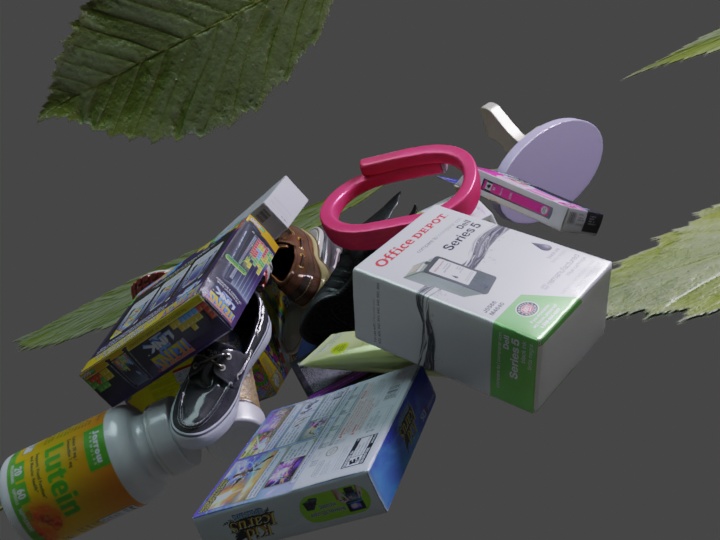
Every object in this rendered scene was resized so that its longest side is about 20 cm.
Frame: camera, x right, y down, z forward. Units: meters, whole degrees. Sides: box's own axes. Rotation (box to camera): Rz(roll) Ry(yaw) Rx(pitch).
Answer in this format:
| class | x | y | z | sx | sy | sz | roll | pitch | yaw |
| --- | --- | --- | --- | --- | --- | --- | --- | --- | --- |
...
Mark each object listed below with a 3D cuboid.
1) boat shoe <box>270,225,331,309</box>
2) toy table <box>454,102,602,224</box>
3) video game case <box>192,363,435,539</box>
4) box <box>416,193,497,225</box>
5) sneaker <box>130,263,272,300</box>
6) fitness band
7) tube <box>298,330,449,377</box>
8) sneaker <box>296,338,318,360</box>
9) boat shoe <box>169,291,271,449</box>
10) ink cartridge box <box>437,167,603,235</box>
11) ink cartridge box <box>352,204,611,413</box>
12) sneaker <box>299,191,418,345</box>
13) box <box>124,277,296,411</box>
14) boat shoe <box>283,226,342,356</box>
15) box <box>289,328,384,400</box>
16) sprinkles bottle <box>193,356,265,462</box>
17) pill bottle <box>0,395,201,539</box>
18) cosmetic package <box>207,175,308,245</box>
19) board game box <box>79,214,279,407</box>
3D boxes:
| class | x | y | z | sx | sy | sz | roll | pitch | yaw |
| --- | --- | --- | --- | --- | --- | --- | --- | --- | --- |
| boat shoe | -0.096 | -0.018 | 1.293 | 0.072 | 0.067 | 0.200 | -53 | 30 | 11 |
| toy table | 0.241 | -0.152 | 1.410 | 0.198 | 0.186 | 0.117 | -23 | 27 | -26 |
| video game case | -0.035 | 0.171 | 0.898 | 0.180 | 0.046 | 0.200 | -19 | 14 | 23 |
| box | 0.123 | -0.018 | 1.196 | 0.101 | 0.113 | 0.200 | -26 | 13 | 4 |
| sneaker | -0.201 | 0.022 | 1.239 | 0.198 | 0.079 | 0.082 | -11 | 12 | 15 |
| fitness band | 0.046 | -0.086 | 1.150 | 0.198 | 0.038 | 0.145 | -11 | 42 | 18 |
| tube | 0.036 | 0.082 | 0.992 | 0.198 | 0.053 | 0.058 | -2 | -21 | 31 |
| sneaker | 0.001 | 0.057 | 1.245 | 0.201 | 0.078 | 0.070 | -52 | -18 | -16 |
| boat shoe | -0.146 | 0.095 | 1.018 | 0.069 | 0.067 | 0.201 | 12 | 41 | 18 |
| ink cartridge box | 0.201 | -0.095 | 1.232 | 0.199 | 0.037 | 0.094 | 26 | 15 | 37 |
| ink cartridge box | 0.111 | 0.028 | 0.902 | 0.199 | 0.085 | 0.145 | 21 | 40 | 31 |
| sneaker | -0.003 | -0.002 | 1.196 | 0.200 | 0.060 | 0.104 | -49 | 17 | 20 |
| box | -0.200 | 0.109 | 1.309 | 0.198 | 0.123 | 0.193 | -22 | 12 | 15 |
| boat shoe | -0.058 | 0.032 | 1.319 | 0.067 | 0.057 | 0.202 | -29 | 42 | 42 |
| box | -0.001 | 0.108 | 1.111 | 0.142 | 0.036 | 0.200 | -27 | 14 | -6 |
| sprinkles bottle | -0.153 | 0.121 | 1.095 | 0.068 | 0.069 | 0.201 | -25 | 41 | 3 |
| pill bottle | -0.280 | 0.215 | 1.059 | 0.198 | 0.112 | 0.111 | -25 | 12 | 5 |
| cosmetic package | -0.160 | -0.038 | 1.295 | 0.199 | 0.051 | 0.083 | -37 | 15 | 33 |
| board game box | -0.196 | 0.043 | 1.061 | 0.199 | 0.057 | 0.166 | -32 | 21 | 30 |
